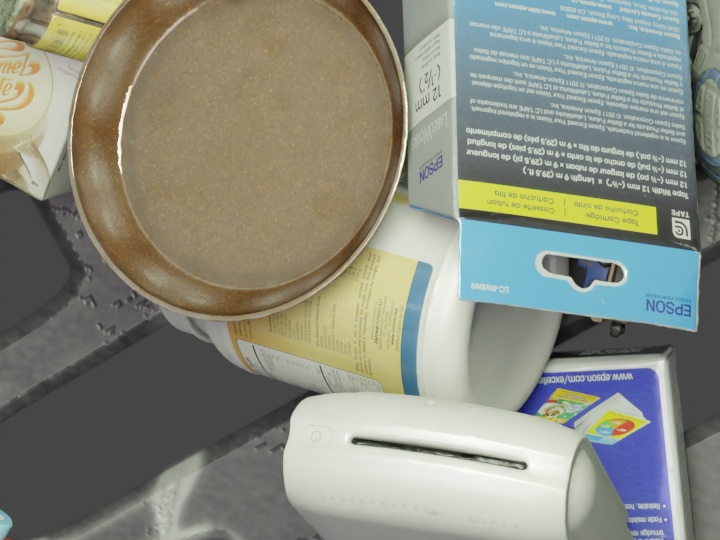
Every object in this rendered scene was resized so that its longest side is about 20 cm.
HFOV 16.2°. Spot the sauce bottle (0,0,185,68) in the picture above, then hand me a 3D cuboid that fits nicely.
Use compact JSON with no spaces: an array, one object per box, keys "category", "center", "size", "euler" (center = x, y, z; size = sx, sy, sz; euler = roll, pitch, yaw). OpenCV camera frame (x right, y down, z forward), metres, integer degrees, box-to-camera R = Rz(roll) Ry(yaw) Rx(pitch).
[{"category":"sauce bottle","center":[-0.105,-0.134,1.416],"size":[0.200,0.065,0.065],"euler":[16,109,-27]}]

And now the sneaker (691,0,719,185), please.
[{"category":"sneaker","center":[0.223,-0.145,1.346],"size":[0.087,0.075,0.200],"euler":[-7,112,-20]}]

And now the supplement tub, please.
[{"category":"supplement tub","center":[0.000,0.000,1.403],"size":[0.200,0.145,0.145],"euler":[16,105,28]}]

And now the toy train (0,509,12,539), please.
[{"category":"toy train","center":[-0.234,0.253,1.590],"size":[0.150,0.056,0.200],"euler":[31,105,13]}]

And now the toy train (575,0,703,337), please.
[{"category":"toy train","center":[0.155,-0.061,1.405],"size":[0.046,0.034,0.200],"euler":[15,104,20]}]

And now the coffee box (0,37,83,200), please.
[{"category":"coffee box","center":[-0.236,-0.140,1.504],"size":[0.200,0.080,0.115],"euler":[29,107,12]}]

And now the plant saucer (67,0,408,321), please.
[{"category":"plant saucer","center":[-0.061,-0.072,1.339],"size":[0.200,0.034,0.201],"euler":[-2,85,24]}]

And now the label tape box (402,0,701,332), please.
[{"category":"label tape box","center":[0.098,-0.066,1.306],"size":[0.066,0.143,0.201],"euler":[148,125,-61]}]

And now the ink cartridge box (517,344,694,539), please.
[{"category":"ink cartridge box","center":[0.094,0.148,1.460],"size":[0.197,0.047,0.201],"euler":[-3,100,19]}]

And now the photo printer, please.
[{"category":"photo printer","center":[0.053,0.122,1.342],"size":[0.166,0.200,0.070],"euler":[7,71,16]}]
